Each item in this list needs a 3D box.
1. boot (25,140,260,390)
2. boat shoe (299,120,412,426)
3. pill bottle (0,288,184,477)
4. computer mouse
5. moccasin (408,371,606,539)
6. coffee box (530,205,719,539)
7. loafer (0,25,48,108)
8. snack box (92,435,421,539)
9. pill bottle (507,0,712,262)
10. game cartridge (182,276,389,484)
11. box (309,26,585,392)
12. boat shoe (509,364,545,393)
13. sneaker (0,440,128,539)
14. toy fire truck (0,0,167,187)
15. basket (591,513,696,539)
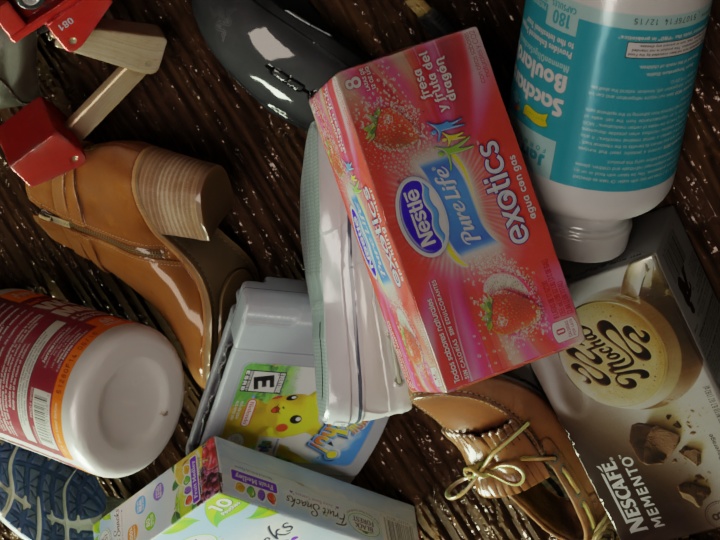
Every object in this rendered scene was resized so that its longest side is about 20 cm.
[{"bbox_3d":[-0.160,-0.005,1.354,0.154,0.077,0.201,11,134,25],"label":"boot"},{"bbox_3d":[0.000,0.000,1.252,0.066,0.074,0.201,-4,97,-13],"label":"boat shoe"},{"bbox_3d":[-0.230,0.074,1.370,0.199,0.109,0.110,14,124,39],"label":"pill bottle"},{"bbox_3d":[-0.017,-0.142,1.239,0.200,0.046,0.140,45,123,-7],"label":"computer mouse"},{"bbox_3d":[0.099,0.125,1.275,0.073,0.078,0.201,-4,147,36],"label":"moccasin"},{"bbox_3d":[0.191,0.074,1.257,0.113,0.080,0.201,-19,109,27],"label":"coffee box"},{"bbox_3d":[-0.226,-0.198,1.284,0.071,0.073,0.201,8,124,-19],"label":"loafer"},{"bbox_3d":[-0.073,0.199,1.380,0.199,0.053,0.142,25,130,-37],"label":"snack box"},{"bbox_3d":[0.146,-0.108,1.158,0.110,0.111,0.201,14,120,13],"label":"pill bottle"},{"bbox_3d":[-0.044,0.092,1.345,0.133,0.041,0.201,3,131,-21],"label":"game cartridge"},{"bbox_3d":[0.050,-0.034,1.157,0.094,0.103,0.201,-19,91,-11],"label":"box"},{"bbox_3d":[0.065,0.010,1.274,0.071,0.070,0.202,-14,117,25],"label":"boat shoe"},{"bbox_3d":[-0.230,0.193,1.451,0.085,0.077,0.200,-14,141,41],"label":"sneaker"},{"bbox_3d":[-0.175,-0.160,1.254,0.199,0.049,0.141,-33,133,2],"label":"toy fire truck"},{"bbox_3d":[0.188,0.288,1.337,0.149,0.143,0.200,32,124,3],"label":"basket"}]
